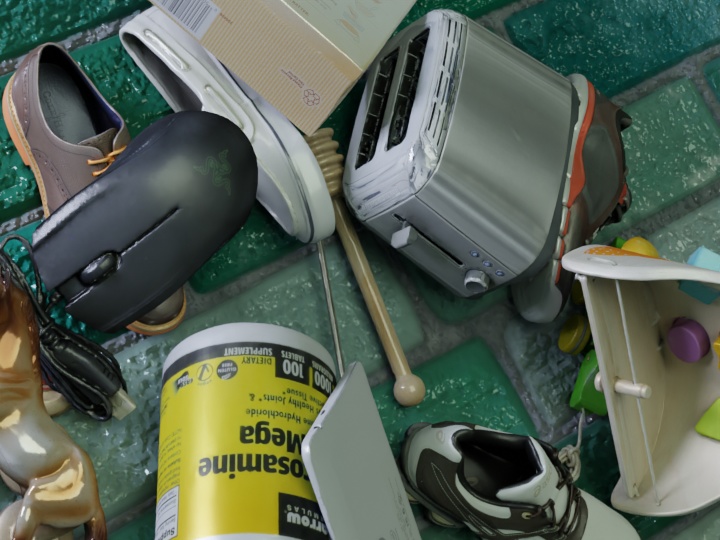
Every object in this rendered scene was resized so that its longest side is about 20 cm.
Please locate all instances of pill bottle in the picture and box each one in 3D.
[{"bbox_3d":[-0.067,0.143,0.892,0.111,0.113,0.202,10,56,-19],"label":"pill bottle"}]

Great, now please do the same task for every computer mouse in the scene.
[{"bbox_3d":[-0.136,-0.015,0.915,0.200,0.053,0.139,-47,107,-11],"label":"computer mouse"}]

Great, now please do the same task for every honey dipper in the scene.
[{"bbox_3d":[0.000,0.000,1.036,0.038,0.038,0.202,-19,86,-26],"label":"honey dipper"}]

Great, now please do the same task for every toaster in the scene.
[{"bbox_3d":[0.071,-0.090,1.034,0.128,0.113,0.202,30,59,-27],"label":"toaster"}]

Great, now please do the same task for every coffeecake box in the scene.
[{"bbox_3d":[-0.038,-0.212,1.029,0.153,0.073,0.201,39,42,-6],"label":"coffeecake box"}]

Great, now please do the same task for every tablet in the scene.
[{"bbox_3d":[0.014,0.169,0.916,0.130,0.014,0.202,-54,127,-67],"label":"tablet"}]

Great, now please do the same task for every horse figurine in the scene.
[{"bbox_3d":[-0.209,0.117,0.874,0.132,0.050,0.201,-37,98,-25],"label":"horse figurine"}]

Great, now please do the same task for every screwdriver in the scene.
[{"bbox_3d":[-0.014,0.071,1.012,0.028,0.029,0.202,-5,72,-23],"label":"screwdriver"}]

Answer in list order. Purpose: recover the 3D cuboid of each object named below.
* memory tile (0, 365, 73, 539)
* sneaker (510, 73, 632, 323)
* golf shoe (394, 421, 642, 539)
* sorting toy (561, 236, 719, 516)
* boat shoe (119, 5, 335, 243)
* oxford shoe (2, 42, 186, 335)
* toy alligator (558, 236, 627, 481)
[{"bbox_3d":[-0.246,0.135,0.897,0.151,0.017,0.203,6,71,-21],"label":"memory tile"},{"bbox_3d":[0.167,-0.049,1.096,0.081,0.077,0.202,22,66,-18],"label":"sneaker"},{"bbox_3d":[0.118,0.161,0.997,0.198,0.094,0.078,24,64,-15],"label":"golf shoe"},{"bbox_3d":[0.247,0.066,0.982,0.107,0.179,0.202,-39,125,-39],"label":"sorting toy"},{"bbox_3d":[-0.092,-0.097,1.007,0.065,0.072,0.201,-31,86,-23],"label":"boat shoe"},{"bbox_3d":[-0.170,-0.052,0.957,0.071,0.073,0.201,-29,86,-28],"label":"oxford shoe"},{"bbox_3d":[0.179,0.060,1.076,0.059,0.054,0.202,24,66,-13],"label":"toy alligator"}]
